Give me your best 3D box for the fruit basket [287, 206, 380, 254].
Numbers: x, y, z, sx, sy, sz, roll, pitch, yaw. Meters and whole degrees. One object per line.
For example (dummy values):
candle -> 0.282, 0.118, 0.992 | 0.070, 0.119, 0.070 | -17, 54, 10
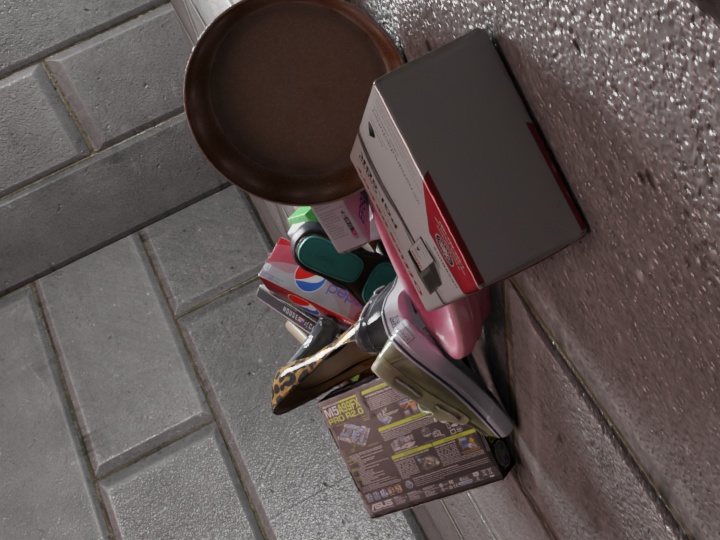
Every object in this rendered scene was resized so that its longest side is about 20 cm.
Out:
fruit basket -> -0.012, -0.015, 1.371 | 0.201, 0.093, 0.185 | 56, 166, -10

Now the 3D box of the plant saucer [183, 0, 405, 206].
plant saucer -> -0.053, -0.149, 0.873 | 0.032, 0.197, 0.202 | -86, -22, -56

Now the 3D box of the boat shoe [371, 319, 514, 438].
boat shoe -> 0.084, 0.122, 1.031 | 0.200, 0.062, 0.072 | 41, -172, -34

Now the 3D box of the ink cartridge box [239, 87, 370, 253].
ink cartridge box -> -0.047, -0.152, 1.013 | 0.198, 0.043, 0.201 | -89, -25, -52

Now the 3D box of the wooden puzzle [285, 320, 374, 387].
wooden puzzle -> 0.016, 0.121, 1.376 | 0.198, 0.038, 0.185 | 14, -164, -38

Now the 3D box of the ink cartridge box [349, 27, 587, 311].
ink cartridge box -> 0.064, -0.057, 0.708 | 0.148, 0.082, 0.200 | 63, 172, 4

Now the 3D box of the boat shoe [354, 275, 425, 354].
boat shoe -> 0.037, 0.047, 1.109 | 0.200, 0.067, 0.073 | -51, -60, -72

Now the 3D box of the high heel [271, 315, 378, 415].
high heel -> -0.020, 0.126, 1.207 | 0.198, 0.143, 0.072 | 2, 141, 49

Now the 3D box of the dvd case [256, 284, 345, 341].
dvd case -> -0.028, 0.068, 1.399 | 0.199, 0.149, 0.025 | 32, 110, 33

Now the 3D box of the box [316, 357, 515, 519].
box -> 0.063, 0.193, 1.196 | 0.044, 0.198, 0.162 | -28, -88, -57

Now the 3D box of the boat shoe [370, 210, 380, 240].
boat shoe -> -0.015, -0.096, 1.221 | 0.200, 0.066, 0.074 | 53, 167, 58

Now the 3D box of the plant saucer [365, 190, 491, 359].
plant saucer -> 0.068, -0.016, 0.960 | 0.202, 0.050, 0.201 | 62, 173, 13

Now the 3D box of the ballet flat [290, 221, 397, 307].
ballet flat -> 0.000, 0.000, 1.207 | 0.199, 0.074, 0.073 | 30, -173, -23

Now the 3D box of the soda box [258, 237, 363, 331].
soda box -> -0.031, 0.032, 1.311 | 0.198, 0.064, 0.070 | 24, 163, 20
